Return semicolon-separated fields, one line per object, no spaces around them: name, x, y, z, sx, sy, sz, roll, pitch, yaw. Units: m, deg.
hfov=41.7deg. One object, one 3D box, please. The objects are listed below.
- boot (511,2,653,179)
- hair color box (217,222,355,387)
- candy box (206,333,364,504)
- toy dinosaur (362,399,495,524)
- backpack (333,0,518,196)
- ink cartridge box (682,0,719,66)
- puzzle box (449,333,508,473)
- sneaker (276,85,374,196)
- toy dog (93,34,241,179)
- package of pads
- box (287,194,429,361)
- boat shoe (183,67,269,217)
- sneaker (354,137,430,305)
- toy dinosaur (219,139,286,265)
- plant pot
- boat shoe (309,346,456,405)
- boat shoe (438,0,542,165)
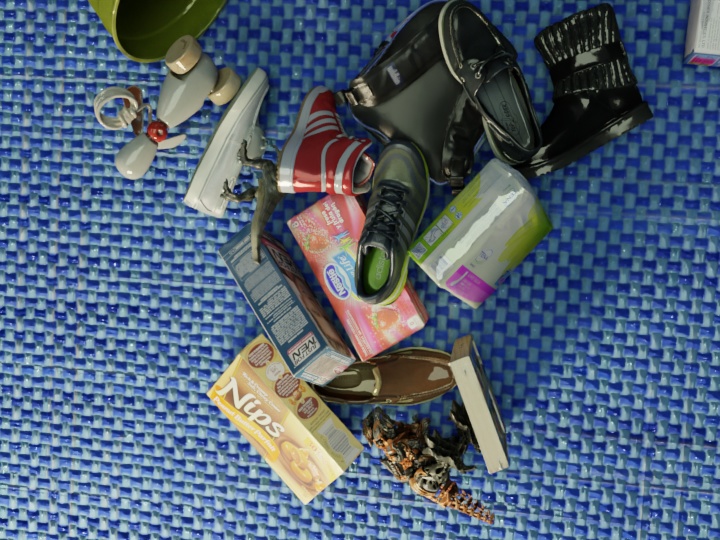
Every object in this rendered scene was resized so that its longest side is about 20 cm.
boot;0.244;-0.218;1.170;0.208;0.079;0.160;-28;96;-2
hair color box;-0.093;0.044;1.196;0.060;0.100;0.202;-37;67;9
candy box;-0.100;0.195;1.231;0.200;0.055;0.116;48;134;4
toy dinosaur;0.095;0.244;1.222;0.198;0.103;0.136;29;129;-11
backpack;0.095;-0.225;1.158;0.199;0.154;0.191;38;101;-12
ink cartridge box;0.499;-0.311;1.130;0.196;0.076;0.140;8;95;10
puzzle box;0.145;0.155;1.146;0.025;0.200;0.136;-20;91;8
sneaker;-0.028;-0.158;1.166;0.110;0.202;0.072;7;132;9
toy dog;-0.255;-0.221;1.238;0.198;0.096;0.133;-33;123;-13
package of pads;0.152;-0.040;1.134;0.155;0.200;0.068;-47;69;7
box;0.000;0.000;1.210;0.094;0.103;0.202;-29;90;9
boat shoe;-0.162;-0.165;1.250;0.071;0.070;0.203;27;93;-16
sneaker;0.035;-0.052;1.101;0.072;0.081;0.204;10;101;10
toy dinosaur;-0.125;-0.110;1.195;0.087;0.048;0.202;24;61;-1
plant pot;-0.290;-0.408;1.200;0.193;0.200;0.201;45;98;16
boat shoe;0.030;0.145;1.225;0.198;0.075;0.076;-8;92;9
boat shoe;0.152;-0.214;1.066;0.073;0.066;0.203;-24;101;-12
